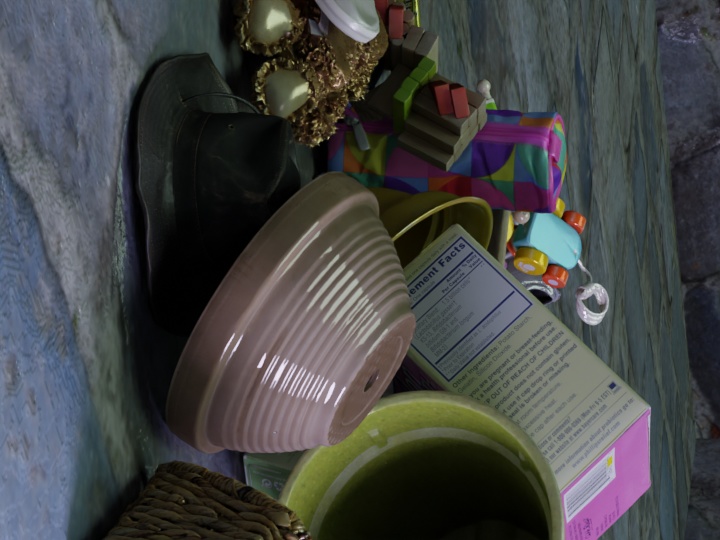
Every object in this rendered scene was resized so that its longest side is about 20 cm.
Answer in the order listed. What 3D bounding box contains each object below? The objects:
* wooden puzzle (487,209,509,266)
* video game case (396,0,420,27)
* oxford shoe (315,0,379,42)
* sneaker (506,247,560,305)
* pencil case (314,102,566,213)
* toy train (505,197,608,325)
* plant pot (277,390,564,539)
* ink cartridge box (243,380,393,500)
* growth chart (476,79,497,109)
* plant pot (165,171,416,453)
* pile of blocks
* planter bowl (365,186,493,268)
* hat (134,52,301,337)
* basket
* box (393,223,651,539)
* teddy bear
[{"bbox_3d":[0.055,0.011,1.751,0.046,0.185,0.201,15,66,-29],"label":"wooden puzzle"},{"bbox_3d":[0.035,-0.244,1.792,0.200,0.025,0.182,-91,176,-73],"label":"video game case"},{"bbox_3d":[-0.017,-0.255,1.514,0.075,0.058,0.201,26,44,-51],"label":"oxford shoe"},{"bbox_3d":[0.098,0.047,1.869,0.200,0.082,0.075,-41,160,-26],"label":"sneaker"},{"bbox_3d":[0.064,-0.092,1.673,0.088,0.198,0.089,4,90,-83],"label":"pencil case"},{"bbox_3d":[0.123,0.010,1.839,0.199,0.055,0.151,-13,91,-40],"label":"toy train"},{"bbox_3d":[0.062,0.207,1.423,0.184,0.199,0.202,51,41,-59],"label":"plant pot"},{"bbox_3d":[-0.024,0.175,1.510,0.146,0.048,0.201,-47,142,-47],"label":"ink cartridge box"},{"bbox_3d":[0.090,-0.084,1.921,0.200,0.018,0.145,-29,96,-51],"label":"growth chart"},{"bbox_3d":[-0.028,0.045,1.342,0.201,0.092,0.201,-53,166,-19],"label":"plant pot"},{"bbox_3d":[0.022,-0.169,1.633,0.200,0.082,0.062,54,-17,27],"label":"pile of blocks"},{"bbox_3d":[0.000,0.000,1.560,0.200,0.083,0.201,-38,156,-20],"label":"planter bowl"},{"bbox_3d":[-0.077,-0.049,1.355,0.200,0.080,0.202,1,90,-75],"label":"hat"},{"bbox_3d":[-0.072,0.228,1.251,0.149,0.142,0.201,-50,137,-66],"label":"basket"},{"bbox_3d":[0.109,0.094,1.539,0.097,0.200,0.176,-41,158,-10],"label":"box"},{"bbox_3d":[-0.045,-0.162,1.527,0.146,0.066,0.200,64,25,-21],"label":"teddy bear"}]
